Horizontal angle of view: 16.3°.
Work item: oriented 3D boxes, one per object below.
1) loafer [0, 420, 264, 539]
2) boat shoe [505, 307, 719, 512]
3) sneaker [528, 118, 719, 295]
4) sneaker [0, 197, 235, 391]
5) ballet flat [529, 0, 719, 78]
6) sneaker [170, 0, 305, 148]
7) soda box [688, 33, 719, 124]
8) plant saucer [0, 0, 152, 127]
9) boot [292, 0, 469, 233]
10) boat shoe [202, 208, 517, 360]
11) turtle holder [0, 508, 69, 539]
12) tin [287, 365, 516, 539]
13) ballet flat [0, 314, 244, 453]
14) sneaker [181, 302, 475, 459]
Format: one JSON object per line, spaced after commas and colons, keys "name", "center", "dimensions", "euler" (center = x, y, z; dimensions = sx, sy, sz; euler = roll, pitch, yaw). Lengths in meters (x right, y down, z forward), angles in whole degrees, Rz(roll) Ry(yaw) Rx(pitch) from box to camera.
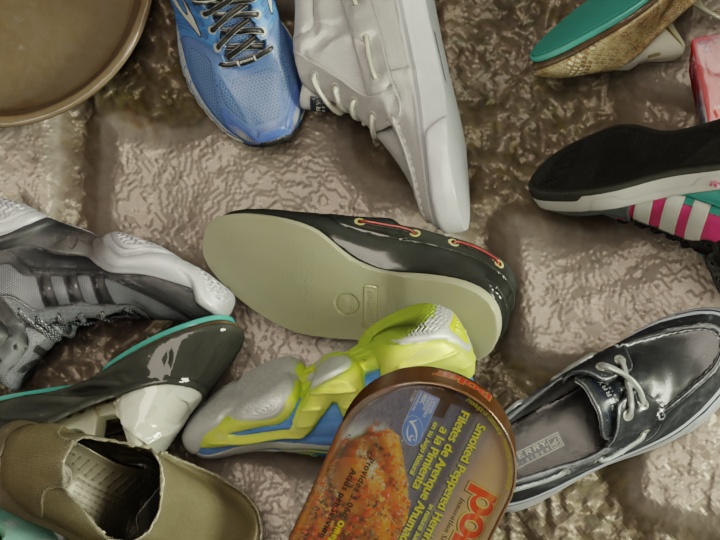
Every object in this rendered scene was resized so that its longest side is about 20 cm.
{"name": "loafer", "center": [-0.132, 0.144, 1.511], "dimensions": [0.067, 0.200, 0.076], "euler": [0, 74, 51]}
{"name": "boat shoe", "center": [0.150, 0.082, 1.546], "dimensions": [0.200, 0.068, 0.072], "euler": [-27, 76, -1]}
{"name": "sneaker", "center": [0.208, -0.031, 1.561], "dimensions": [0.200, 0.121, 0.084], "euler": [-4, 36, 42]}
{"name": "sneaker", "center": [-0.183, 0.028, 1.595], "dimensions": [0.199, 0.075, 0.114], "euler": [17, 83, 12]}
{"name": "ballet flat", "center": [0.200, -0.172, 1.597], "dimensions": [0.200, 0.071, 0.065], "euler": [-38, 112, 11]}
{"name": "sneaker", "center": [-0.092, -0.173, 1.612], "dimensions": [0.078, 0.089, 0.201], "euler": [-22, 90, 1]}
{"name": "soda box", "center": [0.309, -0.123, 1.579], "dimensions": [0.199, 0.063, 0.070], "euler": [-10, 76, 3]}
{"name": "plant saucer", "center": [-0.233, -0.188, 1.670], "dimensions": [0.199, 0.029, 0.201], "euler": [-1, 77, 5]}
{"name": "boot", "center": [0.010, -0.109, 1.611], "dimensions": [0.095, 0.074, 0.201], "euler": [-14, 68, 9]}
{"name": "boat shoe", "center": [0.000, 0.002, 1.586], "dimensions": [0.201, 0.063, 0.074], "euler": [15, 121, 12]}
{"name": "turtle holder", "center": [-0.217, 0.219, 1.521], "dimensions": [0.185, 0.132, 0.141], "euler": [37, 83, 13]}
{"name": "tin", "center": [0.022, 0.150, 1.514], "dimensions": [0.112, 0.042, 0.200], "euler": [25, 111, 1]}
{"name": "ballet flat", "center": [-0.158, 0.093, 1.575], "dimensions": [0.199, 0.068, 0.069], "euler": [-22, 64, 12]}
{"name": "sneaker", "center": [-0.011, 0.100, 1.556], "dimensions": [0.200, 0.076, 0.105], "euler": [-22, 107, 25]}
